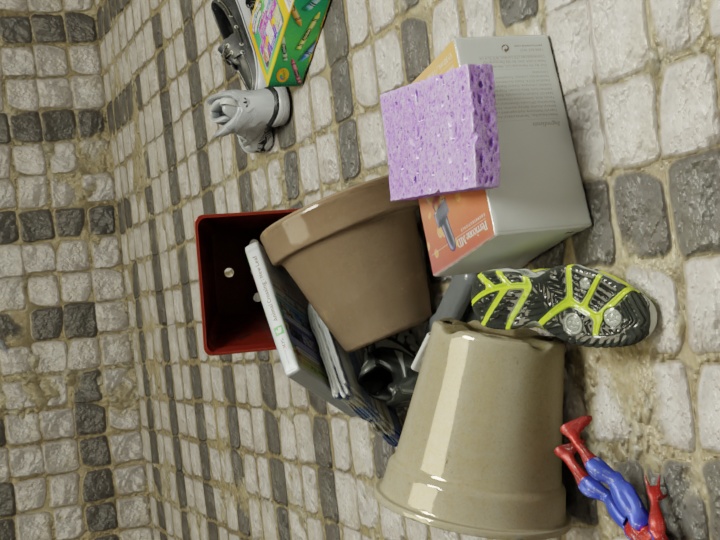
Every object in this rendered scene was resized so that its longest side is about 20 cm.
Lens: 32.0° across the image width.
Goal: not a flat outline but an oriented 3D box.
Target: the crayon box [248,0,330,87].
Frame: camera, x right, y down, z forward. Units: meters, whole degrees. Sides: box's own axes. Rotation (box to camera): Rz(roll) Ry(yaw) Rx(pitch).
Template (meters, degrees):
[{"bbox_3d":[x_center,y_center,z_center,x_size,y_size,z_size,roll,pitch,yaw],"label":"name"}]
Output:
[{"bbox_3d":[-0.104,-0.375,1.817,0.200,0.058,0.119,116,142,-53],"label":"crayon box"}]

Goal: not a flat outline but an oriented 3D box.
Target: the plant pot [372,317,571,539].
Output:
[{"bbox_3d":[0.125,0.148,1.248,0.200,0.200,0.184,-159,77,-66],"label":"plant pot"}]

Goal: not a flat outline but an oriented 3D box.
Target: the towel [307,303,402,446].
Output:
[{"bbox_3d":[-0.005,0.133,1.597,0.200,0.024,0.147,47,-160,-55],"label":"towel"}]

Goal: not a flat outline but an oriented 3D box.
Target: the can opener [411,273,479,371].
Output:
[{"bbox_3d":[0.102,0.051,1.426,0.200,0.053,0.067,114,144,-51],"label":"can opener"}]

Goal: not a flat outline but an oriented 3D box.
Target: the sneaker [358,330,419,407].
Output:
[{"bbox_3d":[0.032,0.115,1.563,0.200,0.090,0.067,-136,43,-58],"label":"sneaker"}]

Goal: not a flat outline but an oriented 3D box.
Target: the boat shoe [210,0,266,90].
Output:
[{"bbox_3d":[-0.202,-0.367,2.050,0.070,0.066,0.200,125,135,-58],"label":"boat shoe"}]

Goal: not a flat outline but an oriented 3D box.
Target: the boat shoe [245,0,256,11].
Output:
[{"bbox_3d":[-0.151,-0.430,1.908,0.199,0.066,0.075,112,144,-50],"label":"boat shoe"}]

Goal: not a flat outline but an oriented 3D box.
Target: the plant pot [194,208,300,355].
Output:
[{"bbox_3d":[-0.147,0.008,1.863,0.176,0.200,0.200,-159,65,-77],"label":"plant pot"}]

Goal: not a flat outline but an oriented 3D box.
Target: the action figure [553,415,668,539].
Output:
[{"bbox_3d":[0.246,0.220,1.122,0.065,0.052,0.200,100,149,-46],"label":"action figure"}]

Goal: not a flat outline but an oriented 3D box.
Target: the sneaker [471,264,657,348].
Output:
[{"bbox_3d":[0.197,0.025,1.173,0.200,0.076,0.075,12,104,48],"label":"sneaker"}]

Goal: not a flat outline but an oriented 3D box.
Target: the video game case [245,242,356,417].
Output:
[{"bbox_3d":[-0.068,0.077,1.560,0.200,0.022,0.182,42,-156,-59],"label":"video game case"}]

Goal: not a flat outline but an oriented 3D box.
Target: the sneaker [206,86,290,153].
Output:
[{"bbox_3d":[-0.191,-0.238,1.989,0.200,0.115,0.075,143,119,-65],"label":"sneaker"}]

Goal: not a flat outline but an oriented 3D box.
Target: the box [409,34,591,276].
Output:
[{"bbox_3d":[0.128,-0.112,1.249,0.152,0.106,0.200,141,121,-64],"label":"box"}]

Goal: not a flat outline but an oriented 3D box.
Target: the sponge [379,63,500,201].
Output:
[{"bbox_3d":[0.073,-0.127,1.199,0.200,0.030,0.112,178,87,-68],"label":"sponge"}]

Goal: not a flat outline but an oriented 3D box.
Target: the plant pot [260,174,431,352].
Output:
[{"bbox_3d":[0.000,0.000,1.509,0.175,0.200,0.200,68,156,4],"label":"plant pot"}]
